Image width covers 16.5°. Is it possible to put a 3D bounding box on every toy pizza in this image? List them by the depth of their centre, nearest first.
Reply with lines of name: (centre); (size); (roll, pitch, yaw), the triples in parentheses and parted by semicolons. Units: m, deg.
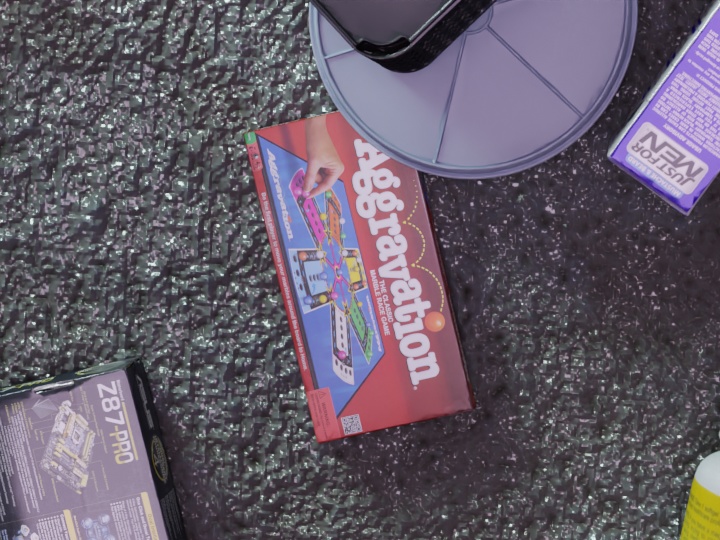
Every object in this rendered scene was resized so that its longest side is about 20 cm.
toy pizza: (0.068, -0.155, 1.508); (0.200, 0.032, 0.201); (0, 90, 10)

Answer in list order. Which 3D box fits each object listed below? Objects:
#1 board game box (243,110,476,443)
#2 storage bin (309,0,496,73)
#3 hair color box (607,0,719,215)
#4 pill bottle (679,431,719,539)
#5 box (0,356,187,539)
board game box: (0.000, 0.000, 1.550); (0.103, 0.019, 0.201); (-13, 95, 8)
storage bin: (0.045, -0.226, 1.450); (0.200, 0.094, 0.135); (-43, 83, 6)
hair color box: (0.226, -0.134, 1.454); (0.065, 0.109, 0.200); (37, 101, 0)
pill bottle: (0.245, 0.174, 1.490); (0.114, 0.114, 0.201); (12, 100, 6)
box: (-0.195, 0.169, 1.586); (0.161, 0.049, 0.201); (-13, 95, 11)
